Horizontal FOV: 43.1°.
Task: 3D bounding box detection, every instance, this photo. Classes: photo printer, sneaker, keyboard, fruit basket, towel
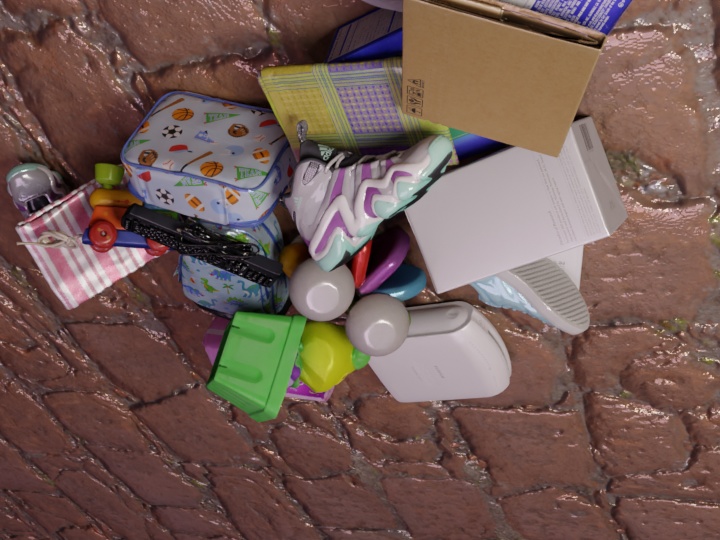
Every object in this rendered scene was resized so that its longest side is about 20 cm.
[{"bbox_3d":[0.113,0.121,1.321,0.198,0.070,0.167,-8,134,29],"label":"photo printer"},{"bbox_3d":[0.192,0.019,1.133,0.199,0.074,0.082,38,140,-5],"label":"sneaker"},{"bbox_3d":[-0.193,-0.021,1.088,0.198,0.040,0.104,22,155,-10],"label":"keyboard"},{"bbox_3d":[-0.092,0.129,1.218,0.213,0.157,0.216,16,166,4],"label":"fruit basket"},{"bbox_3d":[-0.422,-0.047,1.276,0.077,0.141,0.201,-26,139,-1],"label":"sneaker"},{"bbox_3d":[-0.011,-0.107,0.939,0.200,0.078,0.140,-40,85,27],"label":"sneaker"},{"bbox_3d":[-0.004,-0.162,0.957,0.198,0.023,0.144,1,137,25],"label":"towel"},{"bbox_3d":[-0.340,-0.050,1.223,0.030,0.199,0.147,40,157,50],"label":"towel"}]

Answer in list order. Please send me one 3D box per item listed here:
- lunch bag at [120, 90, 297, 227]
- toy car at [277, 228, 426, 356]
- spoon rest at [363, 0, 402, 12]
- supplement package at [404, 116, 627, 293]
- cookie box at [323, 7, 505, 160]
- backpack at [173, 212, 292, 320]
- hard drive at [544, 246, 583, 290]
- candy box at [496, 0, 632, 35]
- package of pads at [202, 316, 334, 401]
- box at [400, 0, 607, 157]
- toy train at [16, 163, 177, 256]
[{"bbox_3d":[-0.165,-0.135,1.065,0.198,0.161,0.076,16,140,13],"label":"lunch bag"},{"bbox_3d":[0.000,0.000,1.180,0.199,0.175,0.150,34,103,-18],"label":"toy car"},{"bbox_3d":[0.058,-0.276,0.858,0.199,0.100,0.061,18,156,33],"label":"spoon rest"},{"bbox_3d":[0.165,-0.071,0.982,0.198,0.121,0.121,-20,93,27],"label":"supplement package"},{"bbox_3d":[0.089,-0.203,0.945,0.199,0.076,0.171,-16,130,37],"label":"cookie box"},{"bbox_3d":[-0.174,-0.017,1.234,0.162,0.154,0.201,18,130,7],"label":"backpack"},{"bbox_3d":[0.208,-0.048,1.119,0.130,0.026,0.201,7,139,15],"label":"hard drive"},{"bbox_3d":[0.127,-0.287,0.757,0.198,0.170,0.077,25,138,-7],"label":"candy box"},{"bbox_3d":[-0.141,0.142,1.445,0.198,0.076,0.121,6,142,15],"label":"package of pads"},{"bbox_3d":[0.114,-0.168,0.796,0.162,0.021,0.200,17,164,7],"label":"box"},{"bbox_3d":[-0.328,-0.084,1.157,0.198,0.117,0.085,4,175,-17],"label":"toy train"}]
